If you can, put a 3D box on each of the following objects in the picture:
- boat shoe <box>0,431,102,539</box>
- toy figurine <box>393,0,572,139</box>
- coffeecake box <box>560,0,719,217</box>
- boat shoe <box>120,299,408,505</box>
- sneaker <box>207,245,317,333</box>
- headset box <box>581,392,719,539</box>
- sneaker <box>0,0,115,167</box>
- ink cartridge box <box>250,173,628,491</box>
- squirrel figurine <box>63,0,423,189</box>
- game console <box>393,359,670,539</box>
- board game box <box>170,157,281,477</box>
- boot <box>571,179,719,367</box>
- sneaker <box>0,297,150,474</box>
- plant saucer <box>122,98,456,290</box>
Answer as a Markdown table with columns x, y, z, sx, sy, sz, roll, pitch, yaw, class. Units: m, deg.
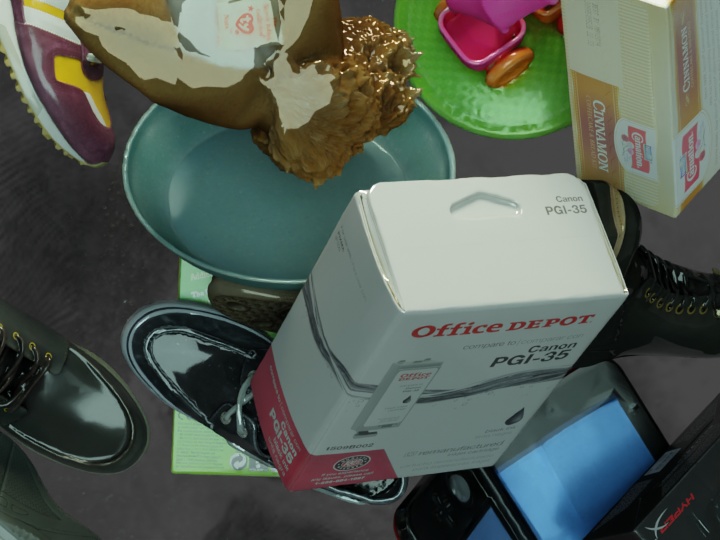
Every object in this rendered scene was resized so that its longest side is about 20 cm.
| x | y | z | sx | sy | sz | roll | pitch | yaw | class |
| --- | --- | --- | --- | --- | --- | --- | --- | --- | --- |
| -0.223 | 0.164 | 1.327 | 0.065 | 0.074 | 0.202 | -40 | 103 | 24 | boat shoe |
| 0.110 | -0.186 | 1.241 | 0.200 | 0.184 | 0.150 | -36 | 79 | -3 | toy figurine |
| 0.204 | -0.155 | 1.235 | 0.073 | 0.154 | 0.200 | 24 | 53 | 31 | coffeecake box |
| -0.058 | 0.084 | 1.303 | 0.200 | 0.068 | 0.072 | 34 | 92 | -6 | boat shoe |
| 0.000 | 0.000 | 1.316 | 0.200 | 0.070 | 0.076 | 7 | 71 | -23 | sneaker |
| 0.260 | 0.191 | 1.320 | 0.149 | 0.075 | 0.200 | -42 | 95 | -24 | headset box |
| -0.179 | -0.164 | 1.301 | 0.090 | 0.075 | 0.200 | -23 | 96 | 5 | sneaker |
| 0.040 | 0.038 | 1.207 | 0.146 | 0.200 | 0.083 | -4 | 59 | -25 | ink cartridge box |
| -0.061 | -0.139 | 1.255 | 0.142 | 0.187 | 0.200 | -44 | 101 | 3 | squirrel figurine |
| 0.138 | 0.183 | 1.322 | 0.119 | 0.172 | 0.200 | -30 | 95 | 27 | game console |
| -0.068 | 0.030 | 1.344 | 0.095 | 0.030 | 0.200 | 2 | 97 | -4 | board game box |
| 0.179 | 0.001 | 1.278 | 0.138 | 0.200 | 0.078 | 0 | 70 | -6 | boot |
| -0.219 | 0.064 | 1.300 | 0.200 | 0.106 | 0.075 | 36 | 92 | -4 | sneaker |
| -0.043 | -0.052 | 1.284 | 0.200 | 0.200 | 0.036 | 0 | 135 | -2 | plant saucer |
